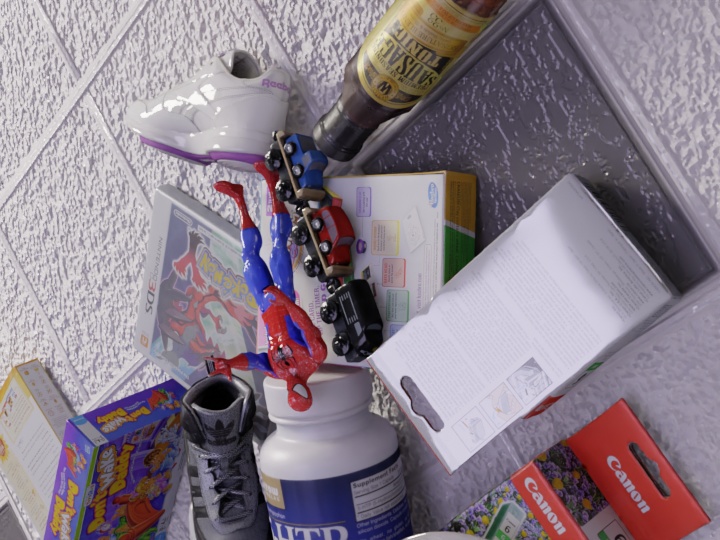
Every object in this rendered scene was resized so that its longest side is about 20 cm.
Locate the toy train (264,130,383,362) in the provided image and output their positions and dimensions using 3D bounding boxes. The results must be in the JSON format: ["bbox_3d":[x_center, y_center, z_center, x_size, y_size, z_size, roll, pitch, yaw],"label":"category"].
[{"bbox_3d":[-0.027,-0.026,0.954,0.046,0.034,0.202,-32,69,32],"label":"toy train"}]

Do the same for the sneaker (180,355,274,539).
[{"bbox_3d":[-0.117,0.170,1.050,0.115,0.075,0.201,93,164,-49],"label":"sneaker"}]

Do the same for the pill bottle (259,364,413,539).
[{"bbox_3d":[-0.021,0.181,1.026,0.119,0.119,0.203,-2,102,42],"label":"pill bottle"}]

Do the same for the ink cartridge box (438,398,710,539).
[{"bbox_3d":[0.150,0.194,0.910,0.109,0.050,0.200,55,133,14],"label":"ink cartridge box"}]

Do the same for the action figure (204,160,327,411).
[{"bbox_3d":[-0.081,0.013,0.953,0.065,0.099,0.202,-24,74,24],"label":"action figure"}]

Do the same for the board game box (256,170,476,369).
[{"bbox_3d":[0.000,0.000,0.979,0.198,0.040,0.155,3,92,41],"label":"board game box"}]

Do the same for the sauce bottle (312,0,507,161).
[{"bbox_3d":[0.031,-0.155,0.911,0.066,0.066,0.200,54,133,15],"label":"sauce bottle"}]

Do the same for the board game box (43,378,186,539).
[{"bbox_3d":[-0.243,0.217,1.229,0.045,0.134,0.202,36,125,28],"label":"board game box"}]

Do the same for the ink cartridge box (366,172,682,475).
[{"bbox_3d":[0.112,0.040,0.858,0.200,0.050,0.109,-42,73,17],"label":"ink cartridge box"}]

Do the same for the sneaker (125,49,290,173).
[{"bbox_3d":[-0.128,-0.142,1.071,0.199,0.074,0.101,13,87,43],"label":"sneaker"}]

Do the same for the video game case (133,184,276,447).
[{"bbox_3d":[-0.136,0.042,1.152,0.199,0.023,0.184,31,123,31],"label":"video game case"}]

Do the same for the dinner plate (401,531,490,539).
[{"bbox_3d":[0.090,0.285,0.928,0.198,0.024,0.202,15,126,22],"label":"dinner plate"}]

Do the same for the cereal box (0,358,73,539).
[{"bbox_3d":[-0.354,0.221,1.396,0.201,0.039,0.144,54,132,15],"label":"cereal box"}]
